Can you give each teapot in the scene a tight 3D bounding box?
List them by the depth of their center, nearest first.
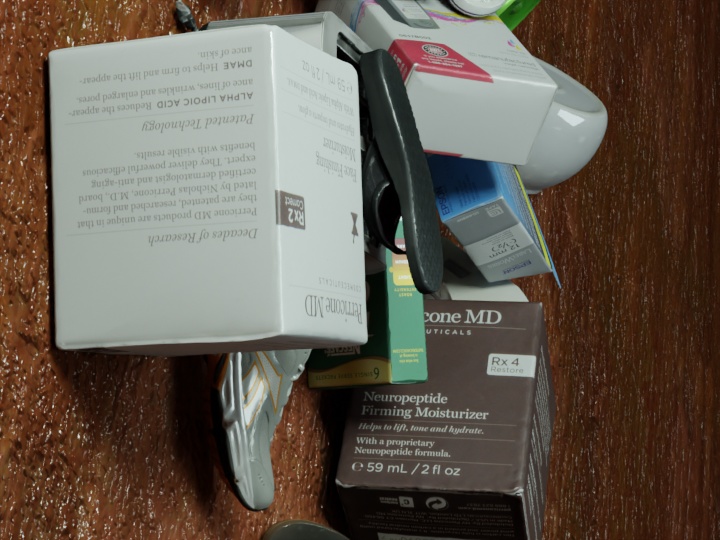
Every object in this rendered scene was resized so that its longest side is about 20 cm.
[{"bbox_3d":[0.160,-0.146,2.067,0.200,0.197,0.146,10,115,-41],"label":"teapot"}]

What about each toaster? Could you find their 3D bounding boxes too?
[{"bbox_3d":[-0.056,-0.098,1.495,0.200,0.118,0.181,34,53,-65],"label":"toaster"}]

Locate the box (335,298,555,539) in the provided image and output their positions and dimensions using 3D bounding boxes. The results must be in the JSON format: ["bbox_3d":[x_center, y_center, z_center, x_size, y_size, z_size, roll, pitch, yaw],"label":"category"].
[{"bbox_3d":[0.081,0.152,1.713,0.164,0.166,0.200,75,20,-52],"label":"box"}]

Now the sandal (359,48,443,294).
[{"bbox_3d":[0.024,-0.072,1.481,0.075,0.048,0.201,31,44,-65],"label":"sandal"}]

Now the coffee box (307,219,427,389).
[{"bbox_3d":[0.000,0.000,1.622,0.044,0.123,0.200,-1,87,-38],"label":"coffee box"}]

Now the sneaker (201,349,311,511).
[{"bbox_3d":[-0.070,0.079,1.420,0.076,0.092,0.200,-159,-119,-71],"label":"sneaker"}]

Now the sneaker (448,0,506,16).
[{"bbox_3d":[0.095,-0.294,1.713,0.079,0.078,0.200,126,-28,-53],"label":"sneaker"}]

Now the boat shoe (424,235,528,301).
[{"bbox_3d":[0.099,0.037,1.849,0.072,0.200,0.069,-26,130,-27],"label":"boat shoe"}]

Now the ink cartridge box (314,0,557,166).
[{"bbox_3d":[0.058,-0.181,1.655,0.200,0.147,0.086,59,-44,47],"label":"ink cartridge box"}]

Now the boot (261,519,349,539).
[{"bbox_3d":[-0.029,0.249,1.591,0.074,0.075,0.200,-51,135,-1],"label":"boot"}]

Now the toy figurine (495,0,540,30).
[{"bbox_3d":[0.076,-0.301,1.838,0.184,0.150,0.200,47,2,3],"label":"toy figurine"}]

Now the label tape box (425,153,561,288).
[{"bbox_3d":[0.117,-0.070,1.803,0.200,0.066,0.143,52,18,-57],"label":"label tape box"}]

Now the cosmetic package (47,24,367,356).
[{"bbox_3d":[-0.100,-0.046,1.288,0.165,0.165,0.200,10,76,-70],"label":"cosmetic package"}]
